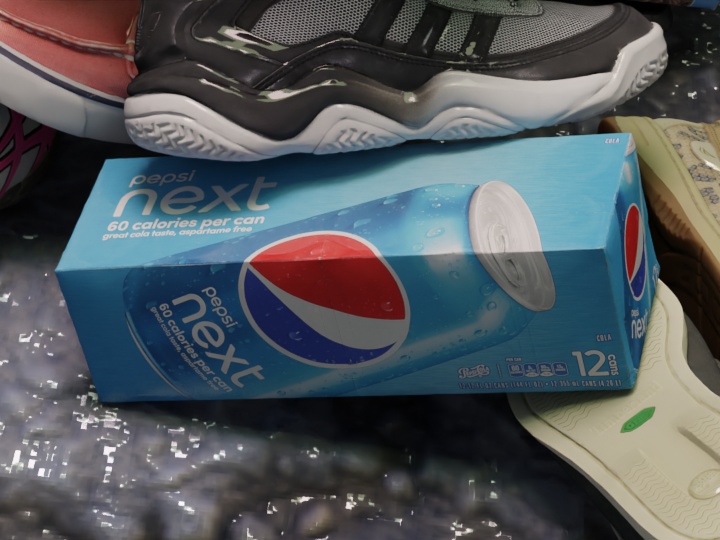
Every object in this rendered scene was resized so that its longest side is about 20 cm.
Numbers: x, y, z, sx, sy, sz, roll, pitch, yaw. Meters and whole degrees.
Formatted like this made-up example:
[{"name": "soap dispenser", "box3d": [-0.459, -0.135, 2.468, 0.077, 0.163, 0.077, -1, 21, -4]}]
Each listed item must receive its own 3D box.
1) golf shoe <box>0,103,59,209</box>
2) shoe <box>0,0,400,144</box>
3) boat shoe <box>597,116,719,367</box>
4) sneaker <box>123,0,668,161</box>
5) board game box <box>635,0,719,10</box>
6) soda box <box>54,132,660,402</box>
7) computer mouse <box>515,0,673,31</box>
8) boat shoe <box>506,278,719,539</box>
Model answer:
[{"name": "golf shoe", "box3d": [-0.157, -0.060, 1.027, 0.072, 0.092, 0.200, 5, 39, 4]}, {"name": "shoe", "box3d": [-0.061, -0.095, 1.020, 0.199, 0.091, 0.072, 16, 28, -27]}, {"name": "boat shoe", "box3d": [0.145, 0.003, 0.998, 0.062, 0.074, 0.200, -10, 42, -13]}, {"name": "sneaker", "box3d": [0.012, -0.104, 0.956, 0.199, 0.114, 0.075, -7, 10, -12]}, {"name": "board game box", "box3d": [0.086, -0.200, 1.074, 0.199, 0.160, 0.097, -1, 37, -44]}, {"name": "soda box", "box3d": [0.000, 0.000, 0.953, 0.199, 0.064, 0.068, -3, 37, 18]}, {"name": "computer mouse", "box3d": [0.036, -0.146, 1.171, 0.199, 0.046, 0.141, 20, 27, -9]}, {"name": "boat shoe", "box3d": [0.103, 0.062, 0.941, 0.072, 0.068, 0.200, -32, 33, 0]}]
